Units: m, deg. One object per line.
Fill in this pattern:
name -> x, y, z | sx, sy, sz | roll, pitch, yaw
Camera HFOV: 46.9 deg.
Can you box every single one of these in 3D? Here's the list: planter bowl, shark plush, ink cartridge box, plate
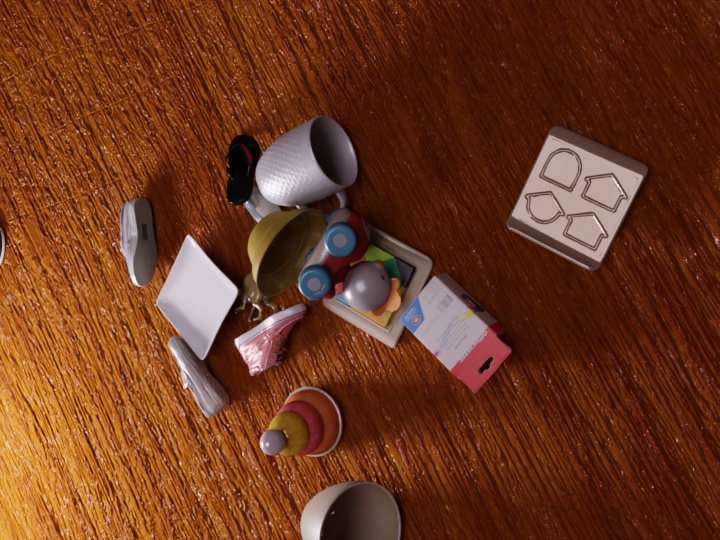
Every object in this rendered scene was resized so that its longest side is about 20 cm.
planter bowl -> -0.163, -0.054, 1.646 | 0.083, 0.200, 0.202 | 35, 108, 23
shark plush -> -0.189, -0.101, 1.750 | 0.201, 0.091, 0.083 | 55, 139, -3
ink cartridge box -> 0.186, 0.115, 1.551 | 0.200, 0.067, 0.117 | 45, 112, 17
plate -> -0.354, 0.058, 1.824 | 0.200, 0.032, 0.201 | 44, 117, 28

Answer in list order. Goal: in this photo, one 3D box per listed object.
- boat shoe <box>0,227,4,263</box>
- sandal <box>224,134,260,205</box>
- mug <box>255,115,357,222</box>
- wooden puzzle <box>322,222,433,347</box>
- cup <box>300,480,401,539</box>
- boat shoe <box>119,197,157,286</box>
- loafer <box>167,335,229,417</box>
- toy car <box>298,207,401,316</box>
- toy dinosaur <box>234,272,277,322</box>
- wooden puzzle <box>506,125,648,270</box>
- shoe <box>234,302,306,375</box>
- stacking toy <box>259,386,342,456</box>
boat shoe -> -0.979, -0.024, 2.135 | 0.074, 0.066, 0.201 | 37, 108, 20
sandal -> -0.250, -0.220, 1.712 | 0.074, 0.045, 0.202 | -19, 46, 17
mug -> -0.103, -0.184, 1.650 | 0.174, 0.148, 0.201 | -20, 114, 34
wooden puzzle -> 0.029, 0.026, 1.643 | 0.184, 0.037, 0.202 | 29, 106, 22
cup -> -0.040, 0.508, 1.639 | 0.142, 0.199, 0.203 | -4, 92, 52
boat shoe -> -0.515, -0.064, 1.903 | 0.071, 0.070, 0.204 | -4, 88, 38
loafer -> -0.371, 0.235, 1.841 | 0.070, 0.070, 0.201 | -40, 76, 14
toy car -> 0.000, 0.000, 1.575 | 0.199, 0.184, 0.178 | 31, 102, -7
toy dinosaur -> -0.211, 0.052, 1.755 | 0.198, 0.058, 0.102 | -13, 86, 27
wooden puzzle -> 0.378, -0.127, 1.454 | 0.184, 0.046, 0.202 | 29, 101, 22
shoe -> -0.175, 0.147, 1.739 | 0.199, 0.071, 0.092 | -31, 81, 30
stacking toy -> -0.137, 0.318, 1.654 | 0.144, 0.199, 0.148 | 2, 93, 26
